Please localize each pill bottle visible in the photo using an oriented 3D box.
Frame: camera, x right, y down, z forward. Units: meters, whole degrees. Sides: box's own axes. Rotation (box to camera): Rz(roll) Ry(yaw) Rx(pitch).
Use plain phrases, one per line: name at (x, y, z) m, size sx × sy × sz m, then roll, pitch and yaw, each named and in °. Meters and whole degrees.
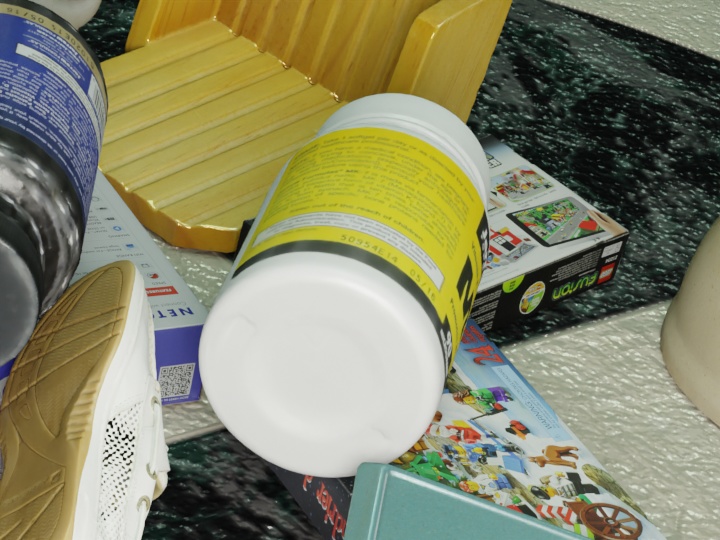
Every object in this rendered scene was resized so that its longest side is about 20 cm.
pill bottle at (-0.181, -0.039, 1.371) m, size 0.112 × 0.112 × 0.200 m, roll 10°, pitch 31°, yaw -5°
pill bottle at (0.000, 0.000, 1.397) m, size 0.114 × 0.114 × 0.200 m, roll 16°, pitch 32°, yaw 4°

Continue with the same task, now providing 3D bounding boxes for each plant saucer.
plant saucer at (0.087, 0.143, 1.304) m, size 0.200 × 0.019 × 0.070 m, roll 21°, pitch 52°, yaw -11°

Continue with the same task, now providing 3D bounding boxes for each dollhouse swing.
dollhouse swing at (-0.062, -0.130, 1.625) m, size 0.200 × 0.182 × 0.176 m, roll 35°, pitch 26°, yaw 31°

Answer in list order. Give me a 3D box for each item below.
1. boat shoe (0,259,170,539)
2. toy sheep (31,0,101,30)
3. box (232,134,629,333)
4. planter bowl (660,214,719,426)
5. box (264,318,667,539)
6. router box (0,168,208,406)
boat shoe at (-0.120, 0.083, 1.326) m, size 0.069 × 0.071 × 0.200 m, roll 44°, pitch 37°, yaw -32°
toy sheep at (-0.210, -0.168, 1.622) m, size 0.138 × 0.200 × 0.138 m, roll 29°, pitch 49°, yaw -41°
box at (0.040, -0.011, 1.577) m, size 0.200 × 0.035 × 0.110 m, roll -20°, pitch 47°, yaw -43°
planter bowl at (0.273, 0.003, 1.551) m, size 0.200 × 0.135 × 0.200 m, roll 10°, pitch 31°, yaw -6°
box at (0.042, 0.100, 1.398) m, size 0.136 × 0.038 × 0.200 m, roll -7°, pitch 36°, yaw -30°
router box at (-0.200, 0.006, 1.447) m, size 0.200 × 0.049 × 0.180 m, roll -6°, pitch 36°, yaw -29°
